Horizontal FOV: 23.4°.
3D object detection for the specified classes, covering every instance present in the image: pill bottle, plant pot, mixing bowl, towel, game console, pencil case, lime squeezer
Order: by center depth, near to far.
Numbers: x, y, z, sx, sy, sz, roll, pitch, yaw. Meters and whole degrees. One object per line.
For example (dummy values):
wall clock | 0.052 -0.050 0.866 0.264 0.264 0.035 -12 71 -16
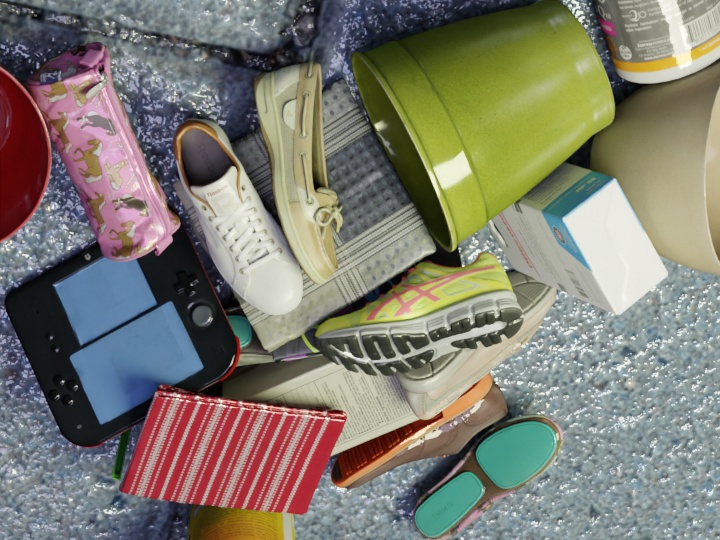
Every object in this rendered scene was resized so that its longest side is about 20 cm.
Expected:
pill bottle | 0.258 -0.280 1.561 0.116 0.117 0.201 -20 115 5
plant pot | 0.121 -0.149 1.582 0.192 0.200 0.201 -27 115 -5
mixing bowl | -0.378 -0.124 1.583 0.199 0.109 0.201 -2 115 -4
pencil case | -0.237 -0.107 1.610 0.082 0.087 0.201 -21 112 -2
plant pot | 0.294 -0.099 1.627 0.134 0.200 0.202 5 120 30
towel | -0.055 -0.051 1.648 0.199 0.035 0.193 -30 88 5
game console | -0.229 0.058 1.682 0.199 0.031 0.178 -28 84 8
towel | -0.123 0.178 1.699 0.199 0.023 0.145 9 127 -19
lime squeezer | -0.225 0.104 1.731 0.037 0.071 0.201 15 92 7
pill bottle | -0.120 0.300 1.756 0.112 0.200 0.114 -2 116 -4

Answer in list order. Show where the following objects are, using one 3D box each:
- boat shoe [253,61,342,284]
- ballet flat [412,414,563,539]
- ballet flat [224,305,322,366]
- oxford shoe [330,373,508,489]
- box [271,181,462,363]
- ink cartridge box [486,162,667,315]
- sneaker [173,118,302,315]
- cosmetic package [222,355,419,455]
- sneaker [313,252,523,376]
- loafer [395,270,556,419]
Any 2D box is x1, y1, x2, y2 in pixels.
boat shoe | -0.046 -0.090 1.595 0.063 0.073 0.202 -14 82 11
ballet flat | 0.138 0.212 1.811 0.200 0.071 0.069 -43 76 22
ballet flat | -0.101 0.062 1.726 0.198 0.064 0.068 -7 76 -2
oxford shoe | 0.062 0.177 1.787 0.199 0.071 0.073 -32 120 10
box | 0.000 0.000 1.680 0.199 0.036 0.144 -11 84 -1
ink cartridge box | 0.190 -0.042 1.642 0.067 0.200 0.116 -38 115 -11
sneaker | -0.120 -0.047 1.597 0.073 0.085 0.201 -30 89 4
cosmetic package | -0.031 0.123 1.751 0.199 0.071 0.106 -22 116 5
sneaker | 0.051 0.037 1.630 0.199 0.091 0.078 -12 147 8
loafer | 0.117 0.071 1.716 0.200 0.072 0.063 -35 132 -24
